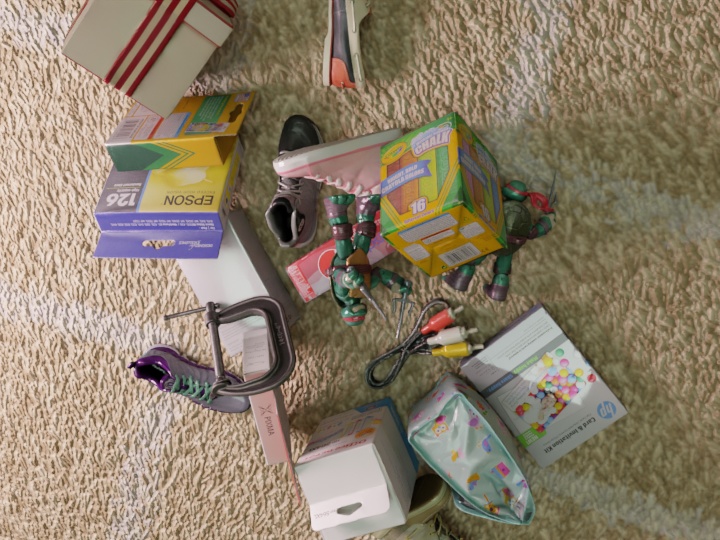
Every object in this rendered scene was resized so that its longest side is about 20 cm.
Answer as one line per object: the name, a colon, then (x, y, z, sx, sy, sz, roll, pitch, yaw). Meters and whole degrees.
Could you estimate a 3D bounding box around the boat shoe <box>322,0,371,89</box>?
boat shoe: (-0.016, -0.360, 0.957, 0.062, 0.071, 0.201, 6, 103, 3)

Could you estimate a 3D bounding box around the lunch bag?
lunch bag: (0.165, 0.262, 0.978, 0.122, 0.170, 0.200, -43, 90, 4)

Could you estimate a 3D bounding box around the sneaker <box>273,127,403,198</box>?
sneaker: (-0.021, -0.134, 0.962, 0.199, 0.075, 0.105, -17, 108, -24)

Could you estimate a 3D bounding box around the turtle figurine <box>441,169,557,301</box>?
turtle figurine: (0.197, -0.060, 0.959, 0.149, 0.101, 0.201, 21, 108, 6)

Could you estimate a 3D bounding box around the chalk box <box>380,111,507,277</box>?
chalk box: (0.108, -0.118, 0.912, 0.124, 0.124, 0.201, -23, 50, 30)

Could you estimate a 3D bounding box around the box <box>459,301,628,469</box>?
box: (0.270, 0.172, 1.011, 0.156, 0.041, 0.200, -39, 92, 14)

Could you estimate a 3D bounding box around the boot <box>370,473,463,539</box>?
boot: (0.120, 0.402, 1.038, 0.154, 0.072, 0.200, 38, 133, 1)

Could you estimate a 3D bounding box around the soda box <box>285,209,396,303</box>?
soda box: (-0.010, -0.031, 1.012, 0.199, 0.070, 0.064, -30, 95, 13)

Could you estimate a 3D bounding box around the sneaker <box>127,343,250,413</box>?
sneaker: (-0.275, 0.189, 1.091, 0.199, 0.088, 0.075, 22, 103, 6)

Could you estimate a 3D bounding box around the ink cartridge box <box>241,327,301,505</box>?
ink cartridge box: (-0.132, 0.216, 0.989, 0.044, 0.176, 0.201, -11, 126, -5)

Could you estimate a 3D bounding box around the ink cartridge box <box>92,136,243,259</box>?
ink cartridge box: (-0.288, -0.112, 1.005, 0.197, 0.047, 0.201, 0, 56, 10)

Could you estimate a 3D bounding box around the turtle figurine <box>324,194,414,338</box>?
turtle figurine: (0.000, 0.000, 0.912, 0.100, 0.150, 0.201, -5, 92, 26)

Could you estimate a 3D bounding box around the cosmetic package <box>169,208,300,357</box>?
cosmetic package: (-0.193, 0.017, 1.051, 0.112, 0.081, 0.201, -25, 93, 13)

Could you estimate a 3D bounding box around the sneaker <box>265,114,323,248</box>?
sneaker: (-0.097, -0.127, 0.988, 0.075, 0.115, 0.201, 2, 100, 10)

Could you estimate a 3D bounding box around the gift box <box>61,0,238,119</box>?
gift box: (-0.295, -0.359, 0.939, 0.184, 0.200, 0.187, 29, 111, -37)

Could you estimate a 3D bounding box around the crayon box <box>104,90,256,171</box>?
crayon box: (-0.255, -0.205, 0.997, 0.199, 0.126, 0.052, -2, 132, 11)

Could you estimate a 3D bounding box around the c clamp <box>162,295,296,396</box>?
c clamp: (-0.179, 0.106, 0.950, 0.170, 0.200, 0.027, -21, 134, -9)

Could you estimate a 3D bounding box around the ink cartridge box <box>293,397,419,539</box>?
ink cartridge box: (-0.002, 0.296, 1.000, 0.128, 0.200, 0.126, -21, 95, 13)

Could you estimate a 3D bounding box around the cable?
cable: (0.082, 0.112, 1.030, 0.199, 0.050, 0.097, -27, 91, 13)
